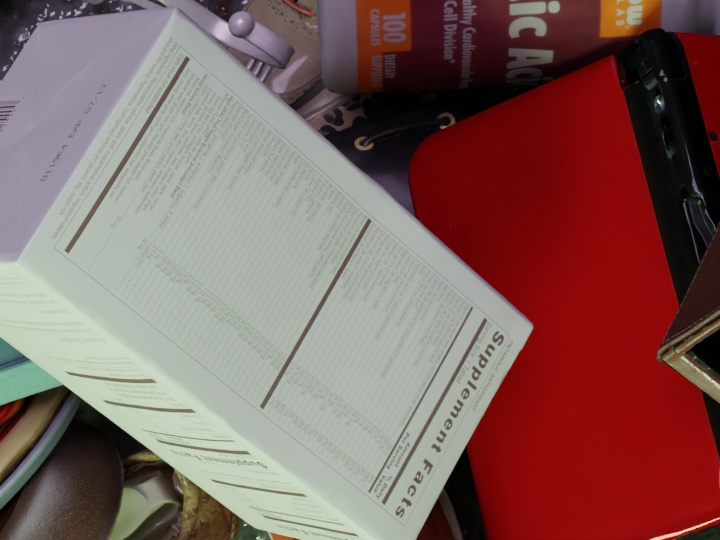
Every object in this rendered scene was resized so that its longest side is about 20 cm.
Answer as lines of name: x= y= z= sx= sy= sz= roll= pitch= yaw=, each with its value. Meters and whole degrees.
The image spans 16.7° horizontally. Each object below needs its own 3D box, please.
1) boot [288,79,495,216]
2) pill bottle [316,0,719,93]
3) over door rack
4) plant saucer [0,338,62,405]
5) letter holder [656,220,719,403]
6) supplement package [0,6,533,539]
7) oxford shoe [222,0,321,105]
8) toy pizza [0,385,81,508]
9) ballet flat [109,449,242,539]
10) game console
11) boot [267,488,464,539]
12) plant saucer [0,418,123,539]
boot: x=0.000 y=0.000 z=1.071 sx=0.200 sy=0.073 sz=0.151 roll=-36 pitch=62 yaw=-8
pill bottle: x=0.080 y=-0.135 z=1.038 sx=0.199 sy=0.114 sz=0.115 roll=-3 pitch=65 yaw=-1
over door rack: x=-0.131 y=-0.066 z=1.084 sx=0.200 sy=0.067 sz=0.148 roll=25 pitch=82 yaw=52
plant saucer: x=-0.178 y=0.030 z=1.013 sx=0.199 sy=0.019 sz=0.070 roll=-18 pitch=64 yaw=20
letter holder: x=0.218 y=-0.038 z=0.907 sx=0.100 sy=0.142 sz=0.200 roll=36 pitch=55 yaw=-8
supplement package: x=-0.053 y=0.008 z=0.922 sx=0.109 sy=0.200 sz=0.114 roll=4 pitch=58 yaw=56
oxford shoe: x=-0.019 y=-0.137 z=1.131 sx=0.070 sy=0.075 sz=0.200 roll=32 pitch=79 yaw=25
toy pizza: x=-0.204 y=0.070 z=1.059 sx=0.199 sy=0.032 sz=0.201 roll=-26 pitch=29 yaw=15
ballet flat: x=-0.143 y=0.137 z=1.051 sx=0.200 sy=0.065 sz=0.071 roll=-38 pitch=64 yaw=-2
game console: x=0.135 y=0.016 z=0.999 sx=0.171 sy=0.119 sz=0.201 roll=1 pitch=65 yaw=-30
boot: x=0.006 y=0.116 z=0.997 sx=0.075 sy=0.107 sz=0.200 roll=-36 pitch=60 yaw=1
plant saucer: x=-0.191 y=0.124 z=1.029 sx=0.199 sy=0.032 sz=0.201 roll=-27 pitch=28 yaw=15
